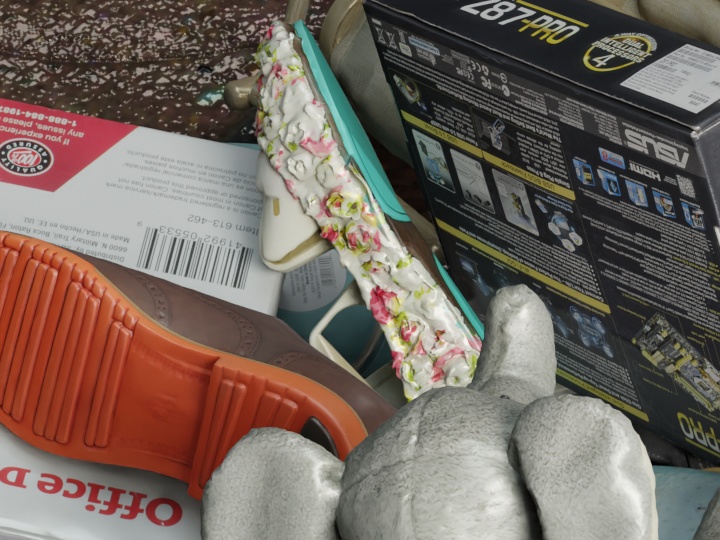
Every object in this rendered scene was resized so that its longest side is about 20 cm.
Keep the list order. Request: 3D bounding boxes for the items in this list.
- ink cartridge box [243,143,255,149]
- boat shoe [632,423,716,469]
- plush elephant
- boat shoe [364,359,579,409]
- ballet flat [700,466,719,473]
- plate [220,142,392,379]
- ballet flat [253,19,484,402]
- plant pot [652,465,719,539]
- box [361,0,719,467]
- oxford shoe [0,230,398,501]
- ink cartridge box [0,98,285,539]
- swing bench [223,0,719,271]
[{"bbox_3d":[-0.076,0.057,1.213,0.198,0.043,0.200,-26,56,-23],"label":"ink cartridge box"},{"bbox_3d":[0.131,0.086,1.187,0.066,0.070,0.200,-12,57,-15],"label":"boat shoe"},{"bbox_3d":[0.045,0.083,0.883,0.165,0.155,0.200,0,35,23],"label":"plush elephant"},{"bbox_3d":[0.065,0.043,1.164,0.200,0.062,0.073,-30,73,-22],"label":"boat shoe"},{"bbox_3d":[0.105,0.112,1.114,0.200,0.063,0.069,-11,67,23],"label":"ballet flat"},{"bbox_3d":[-0.056,0.015,1.206,0.200,0.026,0.200,2,51,-2],"label":"plate"},{"bbox_3d":[0.000,0.000,1.084,0.064,0.076,0.200,-31,84,4],"label":"ballet flat"},{"bbox_3d":[0.094,0.186,1.019,0.200,0.196,0.196,28,52,35],"label":"plant pot"},{"bbox_3d":[0.091,-0.019,1.024,0.049,0.161,0.200,-31,32,-23],"label":"box"},{"bbox_3d":[-0.075,0.036,1.040,0.200,0.071,0.073,28,21,20],"label":"oxford shoe"},{"bbox_3d":[-0.113,0.041,1.109,0.146,0.083,0.200,12,53,0],"label":"ink cartridge box"},{"bbox_3d":[0.079,-0.091,1.257,0.200,0.130,0.199,3,24,-32],"label":"swing bench"}]
